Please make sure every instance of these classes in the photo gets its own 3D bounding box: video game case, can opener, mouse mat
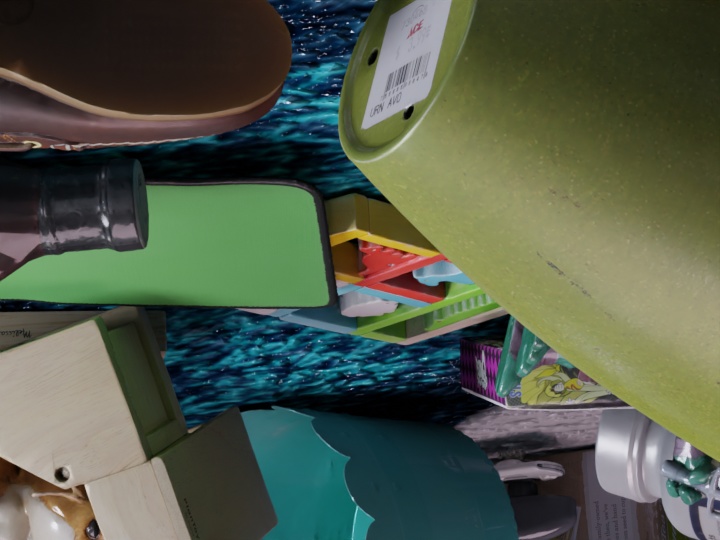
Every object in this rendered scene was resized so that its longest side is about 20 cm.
[{"bbox_3d":[0.153,0.051,1.315,0.181,0.036,0.200,-2,180,-3],"label":"video game case"},{"bbox_3d":[0.050,0.159,1.684,0.200,0.067,0.053,-6,164,23],"label":"can opener"},{"bbox_3d":[-0.113,-0.012,1.163,0.199,0.008,0.161,2,158,3],"label":"mouse mat"}]

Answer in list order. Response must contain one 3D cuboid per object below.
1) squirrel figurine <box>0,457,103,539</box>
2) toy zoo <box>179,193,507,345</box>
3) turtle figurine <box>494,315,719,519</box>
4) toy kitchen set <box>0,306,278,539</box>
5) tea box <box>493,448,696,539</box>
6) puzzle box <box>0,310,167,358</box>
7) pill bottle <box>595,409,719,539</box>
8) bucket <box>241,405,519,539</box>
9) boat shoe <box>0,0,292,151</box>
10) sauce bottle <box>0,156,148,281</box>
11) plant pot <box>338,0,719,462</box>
[{"bbox_3d":[-0.220,0.136,1.452,0.186,0.142,0.200,-11,-172,-2],"label":"squirrel figurine"},{"bbox_3d":[0.000,0.000,1.241,0.131,0.021,0.200,-19,157,41],"label":"toy zoo"},{"bbox_3d":[0.171,0.053,1.165,0.200,0.101,0.150,14,147,-3],"label":"turtle figurine"},{"bbox_3d":[-0.156,0.136,1.299,0.180,0.200,0.163,-20,-178,13],"label":"toy kitchen set"},{"bbox_3d":[0.177,0.246,1.748,0.133,0.201,0.197,-9,162,18],"label":"tea box"},{"bbox_3d":[-0.213,0.054,1.359,0.199,0.025,0.133,-1,163,-10],"label":"puzzle box"},{"bbox_3d":[0.247,0.114,1.437,0.200,0.111,0.111,12,171,28],"label":"pill bottle"},{"bbox_3d":[-0.005,0.186,1.539,0.135,0.208,0.207,3,162,-37],"label":"bucket"},{"bbox_3d":[-0.127,-0.079,0.894,0.199,0.071,0.070,7,154,-5],"label":"boat shoe"},{"bbox_3d":[-0.194,-0.022,1.068,0.199,0.066,0.066,-7,162,2],"label":"sauce bottle"},{"bbox_3d":[0.100,-0.045,0.909,0.200,0.188,0.187,24,151,-25],"label":"plant pot"}]
